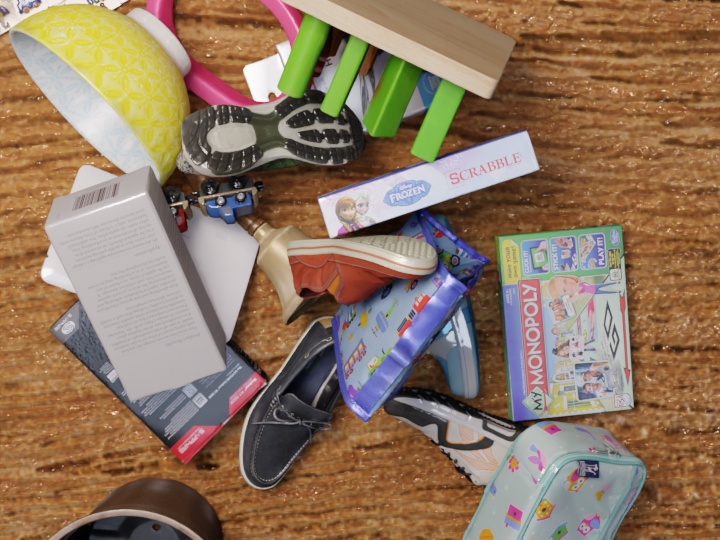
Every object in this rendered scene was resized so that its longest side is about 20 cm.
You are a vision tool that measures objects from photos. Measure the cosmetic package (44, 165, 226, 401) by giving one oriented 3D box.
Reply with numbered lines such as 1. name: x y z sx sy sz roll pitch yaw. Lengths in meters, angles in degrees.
1. cosmetic package: -0.208 0.014 1.039 0.101 0.071 0.200 -18 117 2

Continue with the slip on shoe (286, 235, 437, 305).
1. slip on shoe: 0.000 0.000 0.980 0.074 0.200 0.061 -4 92 -35

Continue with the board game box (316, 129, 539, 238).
1. board game box: 0.056 -0.084 1.070 0.199 0.200 0.041 -18 95 -2

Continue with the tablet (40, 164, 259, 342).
1. tablet: -0.209 -0.016 1.114 0.200 0.014 0.130 21 70 -16

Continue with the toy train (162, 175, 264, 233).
1. toy train: -0.191 -0.055 1.072 0.199 0.034 0.046 -13 68 -6

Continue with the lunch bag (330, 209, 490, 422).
1. lunch bag: 0.040 0.043 1.006 0.094 0.200 0.151 36 105 -4

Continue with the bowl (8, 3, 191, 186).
1. bowl: -0.228 -0.188 1.060 0.200 0.200 0.108 45 73 -6

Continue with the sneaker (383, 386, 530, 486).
1. sneaker: 0.113 0.184 1.163 0.200 0.074 0.080 23 96 -5

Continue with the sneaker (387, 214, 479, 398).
1. sneaker: 0.052 0.048 1.150 0.130 0.080 0.201 -12 102 9

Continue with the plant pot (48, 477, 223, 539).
1. plant pot: -0.219 0.305 1.092 0.200 0.198 0.201 0 96 -4

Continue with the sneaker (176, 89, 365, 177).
1. sneaker: -0.090 -0.124 1.052 0.200 0.089 0.077 -6 84 -30

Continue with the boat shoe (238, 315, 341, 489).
1. boat shoe: -0.065 0.142 1.147 0.075 0.062 0.200 29 93 -27

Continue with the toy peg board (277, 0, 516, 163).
1. toy peg board: 0.026 -0.194 1.006 0.200 0.199 0.098 26 114 1

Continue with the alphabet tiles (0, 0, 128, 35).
1. alphabet tiles: -0.344 -0.313 1.122 0.200 0.008 0.167 -30 97 0

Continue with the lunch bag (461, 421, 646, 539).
1. lunch bag: 0.204 0.253 1.136 0.160 0.077 0.200 13 110 -34

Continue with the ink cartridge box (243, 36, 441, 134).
1. ink cartridge box: -0.011 -0.194 1.122 0.200 0.067 0.116 -21 96 -1

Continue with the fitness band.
1. fitness band: -0.129 -0.233 1.084 0.200 0.037 0.144 37 120 14

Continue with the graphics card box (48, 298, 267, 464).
1. graphics card box: -0.209 0.086 1.145 0.125 0.051 0.200 -45 97 1

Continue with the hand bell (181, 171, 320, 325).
1. hand bell: -0.112 -0.049 1.123 0.200 0.104 0.104 43 92 6

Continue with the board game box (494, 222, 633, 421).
1. board game box: 0.219 0.056 1.178 0.134 0.029 0.201 -6 96 -3
